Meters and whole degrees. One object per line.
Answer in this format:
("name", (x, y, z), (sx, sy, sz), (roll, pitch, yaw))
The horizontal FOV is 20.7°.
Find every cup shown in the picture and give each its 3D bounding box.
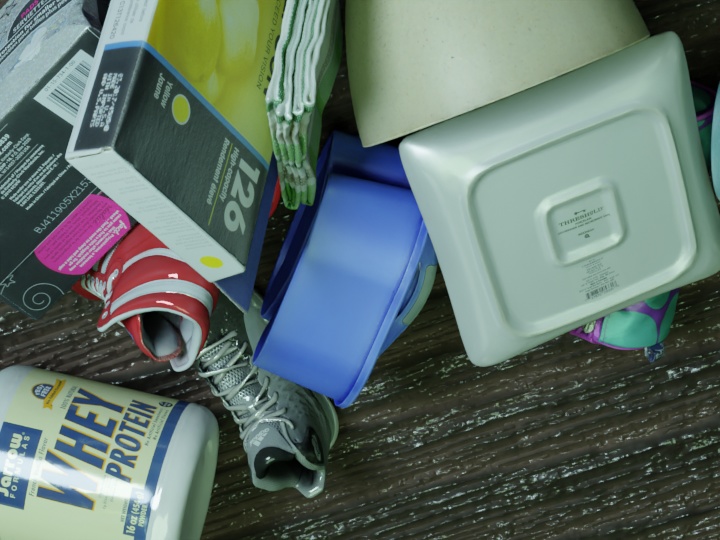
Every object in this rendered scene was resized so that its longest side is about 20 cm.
("cup", (0.069, -0.182, 1.270), (0.199, 0.200, 0.144), (-20, 94, 11))

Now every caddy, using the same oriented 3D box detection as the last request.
("caddy", (0.000, 0.000, 1.391), (0.104, 0.142, 0.201), (20, 120, -8))

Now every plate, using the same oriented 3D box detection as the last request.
("plate", (0.145, -0.037, 1.315), (0.198, 0.032, 0.201), (-22, 125, -3))

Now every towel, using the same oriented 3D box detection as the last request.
("towel", (-0.027, -0.134, 1.249), (0.030, 0.150, 0.200), (11, 165, 4))

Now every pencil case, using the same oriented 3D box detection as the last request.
("pencil case", (0.197, -0.039, 1.401), (0.085, 0.092, 0.201), (23, 123, 25))

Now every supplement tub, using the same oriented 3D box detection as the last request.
("supplement tub", (-0.216, 0.152, 1.464), (0.198, 0.145, 0.146), (12, 122, 4))

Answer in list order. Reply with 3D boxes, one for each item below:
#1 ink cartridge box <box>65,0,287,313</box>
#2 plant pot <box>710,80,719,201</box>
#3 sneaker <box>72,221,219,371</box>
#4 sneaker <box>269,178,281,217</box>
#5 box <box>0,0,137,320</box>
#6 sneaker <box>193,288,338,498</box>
("ink cartridge box", (-0.087, -0.106, 1.209), (0.047, 0.199, 0.200), (-6, 150, 32))
("plant pot", (0.312, -0.089, 1.330), (0.134, 0.200, 0.201), (4, 124, 21))
("sneaker", (-0.154, 0.017, 1.322), (0.071, 0.113, 0.200), (27, 152, -26))
("sneaker", (-0.116, -0.049, 1.370), (0.078, 0.116, 0.200), (26, 117, -17))
("box", (-0.205, -0.092, 1.294), (0.200, 0.115, 0.132), (-43, 128, 18))
("sneaker", (-0.079, 0.091, 1.458), (0.075, 0.116, 0.200), (-32, 118, 17))
